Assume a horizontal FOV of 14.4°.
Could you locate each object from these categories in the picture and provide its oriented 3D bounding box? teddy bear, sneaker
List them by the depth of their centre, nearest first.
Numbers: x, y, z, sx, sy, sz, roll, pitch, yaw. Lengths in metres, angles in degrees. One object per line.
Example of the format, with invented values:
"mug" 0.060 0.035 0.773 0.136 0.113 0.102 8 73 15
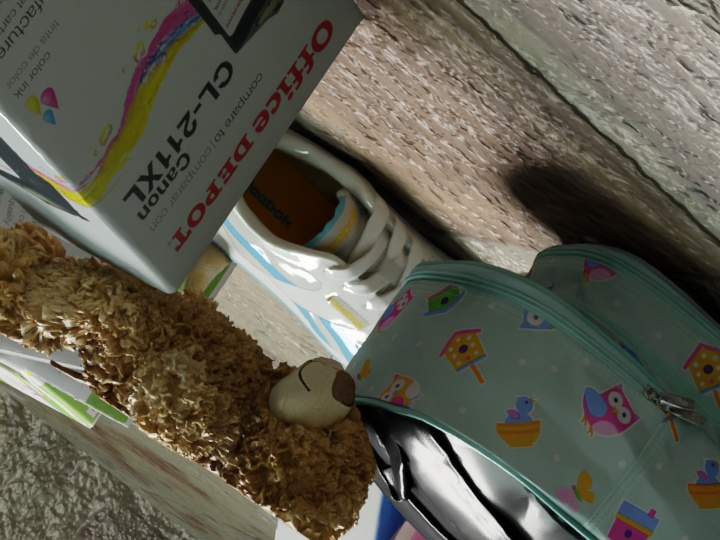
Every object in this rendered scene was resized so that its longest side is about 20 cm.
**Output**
"teddy bear" -0.076 0.034 1.166 0.199 0.067 0.145 33 180 21
"sneaker" 0.000 0.000 1.414 0.199 0.077 0.081 34 167 -6

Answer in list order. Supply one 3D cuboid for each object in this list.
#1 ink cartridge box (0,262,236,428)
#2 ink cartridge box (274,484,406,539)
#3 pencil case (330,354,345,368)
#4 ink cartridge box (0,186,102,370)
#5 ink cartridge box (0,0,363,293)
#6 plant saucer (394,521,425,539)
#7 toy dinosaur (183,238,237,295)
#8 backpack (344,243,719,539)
"ink cartridge box" -0.144 0.021 1.726 0.199 0.148 0.076 24 166 44
"ink cartridge box" 0.028 0.140 1.649 0.067 0.117 0.200 13 -170 28
"pencil case" 0.068 0.069 1.502 0.199 0.084 0.086 23 119 46
"ink cartridge box" -0.236 -0.036 1.598 0.199 0.146 0.144 16 176 -30
"ink cartridge box" -0.100 -0.106 1.085 0.083 0.146 0.200 26 166 34
"plant saucer" 0.091 0.153 1.500 0.200 0.200 0.051 19 141 55
"toy dinosaur" -0.068 -0.025 1.491 0.101 0.058 0.200 34 -161 13
"backpack" 0.090 0.073 1.243 0.199 0.154 0.176 32 170 -19
